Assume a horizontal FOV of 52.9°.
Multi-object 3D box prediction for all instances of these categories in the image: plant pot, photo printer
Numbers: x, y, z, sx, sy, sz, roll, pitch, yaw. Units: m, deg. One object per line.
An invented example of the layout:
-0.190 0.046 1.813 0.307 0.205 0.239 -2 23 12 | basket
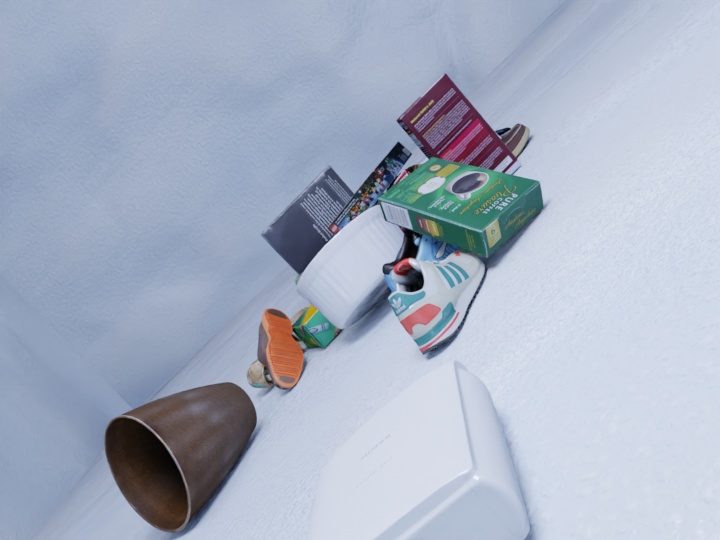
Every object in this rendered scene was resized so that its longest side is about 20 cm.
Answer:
-0.258 0.263 1.123 0.186 0.189 0.199 -36 -3 40 | plant pot
0.034 0.156 0.525 0.166 0.070 0.200 -42 9 13 | photo printer

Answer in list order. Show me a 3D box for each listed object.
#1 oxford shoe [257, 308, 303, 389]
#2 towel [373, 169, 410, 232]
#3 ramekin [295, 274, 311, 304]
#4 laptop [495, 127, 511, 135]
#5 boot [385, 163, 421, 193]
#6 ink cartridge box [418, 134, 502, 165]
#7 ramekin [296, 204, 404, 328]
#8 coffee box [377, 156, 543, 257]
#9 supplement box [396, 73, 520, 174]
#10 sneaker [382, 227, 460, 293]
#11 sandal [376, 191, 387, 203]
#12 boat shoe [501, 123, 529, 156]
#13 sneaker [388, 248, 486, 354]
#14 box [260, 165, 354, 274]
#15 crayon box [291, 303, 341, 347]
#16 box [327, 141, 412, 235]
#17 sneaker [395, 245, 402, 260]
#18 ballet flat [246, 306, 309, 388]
-0.151 0.157 1.321 0.074 0.070 0.201 -63 24 25 | oxford shoe
0.087 -0.108 1.292 0.145 0.023 0.198 -48 -28 22 | towel
-0.052 -0.004 1.575 0.200 0.098 0.200 -43 9 8 | ramekin
0.225 -0.218 1.593 0.196 0.106 0.177 -20 -1 -25 | laptop
0.086 -0.116 1.410 0.202 0.075 0.107 -58 -21 19 | boot
0.184 -0.226 1.465 0.196 0.043 0.201 -43 35 11 | ink cartridge box
0.000 0.000 1.167 0.200 0.098 0.201 -43 -10 -9 | ramekin
0.129 -0.090 0.962 0.122 0.045 0.198 -38 37 -26 | coffee box
0.165 -0.217 1.226 0.109 0.201 0.061 -42 8 0 | supplement box
0.107 -0.042 1.010 0.201 0.090 0.078 -48 22 -14 | sneaker
0.014 -0.075 1.476 0.054 0.081 0.203 28 89 49 | sandal
0.228 -0.207 1.310 0.200 0.072 0.072 -47 9 -12 | boat shoe
0.090 0.009 0.875 0.070 0.094 0.201 -36 12 36 | sneaker
-0.101 -0.108 1.546 0.198 0.124 0.200 -43 7 1 | box
-0.036 0.055 1.363 0.200 0.058 0.119 -47 9 -17 | crayon box
0.020 -0.144 1.286 0.137 0.038 0.200 -49 4 27 | box
0.117 -0.050 1.113 0.201 0.074 0.082 -49 1 -26 | sneaker
-0.139 0.155 1.414 0.064 0.071 0.201 11 54 46 | ballet flat
